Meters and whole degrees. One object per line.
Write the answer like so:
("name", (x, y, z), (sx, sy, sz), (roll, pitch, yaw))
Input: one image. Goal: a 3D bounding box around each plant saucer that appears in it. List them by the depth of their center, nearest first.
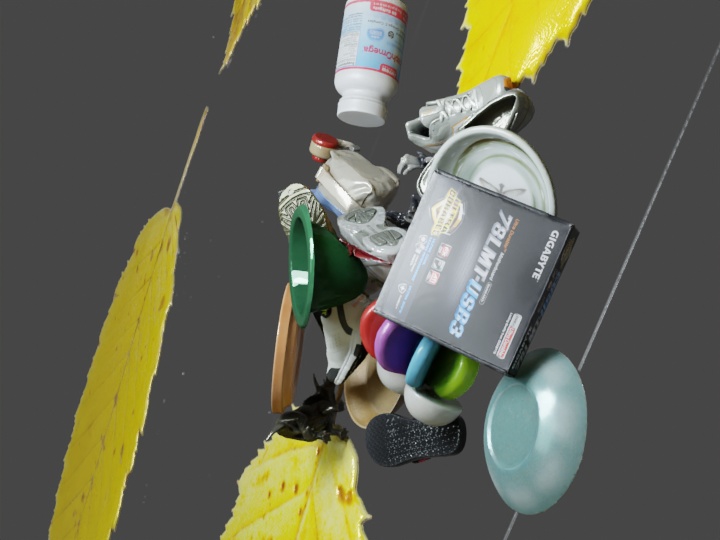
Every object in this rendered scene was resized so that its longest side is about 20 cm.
("plant saucer", (0.198, 0.191, 1.443), (0.201, 0.038, 0.204), (-38, 45, 52))
("plant saucer", (0.177, -0.090, 1.546), (0.198, 0.050, 0.203), (13, 110, 37))
("plant saucer", (0.037, 0.139, 1.786), (0.200, 0.035, 0.203), (-36, 48, 52))
("plant saucer", (-0.109, 0.121, 1.841), (0.200, 0.032, 0.203), (6, -90, -89))

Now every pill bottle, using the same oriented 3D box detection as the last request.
("pill bottle", (0.015, -0.347, 1.970), (0.108, 0.108, 0.203), (-11, 69, 61))

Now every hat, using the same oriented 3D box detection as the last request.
("hat", (0.000, 0.000, 1.648), (0.201, 0.173, 0.167), (-108, 21, -52))

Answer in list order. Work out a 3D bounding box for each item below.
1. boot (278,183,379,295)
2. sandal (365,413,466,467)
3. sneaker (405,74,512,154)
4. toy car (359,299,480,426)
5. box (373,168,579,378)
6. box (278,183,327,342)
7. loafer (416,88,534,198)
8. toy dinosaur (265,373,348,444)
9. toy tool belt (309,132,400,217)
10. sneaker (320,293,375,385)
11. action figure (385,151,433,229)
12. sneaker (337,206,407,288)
("boot", (-0.045, -0.041, 1.807), (0.066, 0.200, 0.177), (-28, 82, 11))
("sandal", (0.081, 0.237, 1.660), (0.199, 0.045, 0.076), (-10, 74, 46))
("sneaker", (0.137, -0.219, 1.690), (0.200, 0.091, 0.077), (-37, 46, 51))
("toy car", (0.076, 0.094, 1.584), (0.177, 0.149, 0.200), (-63, 32, 11))
("box", (0.142, 0.002, 1.473), (0.197, 0.050, 0.202), (25, 89, 27))
("box", (-0.072, -0.004, 1.926), (0.194, 0.047, 0.201), (70, -176, -46))
("loafer", (0.147, -0.169, 1.599), (0.200, 0.070, 0.070), (-46, 71, 15))
("toy dinosaur", (-0.085, 0.241, 1.881), (0.101, 0.199, 0.078), (2, 116, 44))
("toy tool belt", (-0.031, -0.127, 1.937), (0.200, 0.124, 0.124), (40, 121, 40))
("sneaker", (-0.022, 0.092, 1.746), (0.074, 0.080, 0.201), (-48, -14, -40))
("action figure", (0.101, -0.104, 1.701), (0.200, 0.101, 0.120), (-52, 35, 46))
("sneaker", (0.020, -0.026, 1.723), (0.200, 0.077, 0.101), (-126, 23, -62))
